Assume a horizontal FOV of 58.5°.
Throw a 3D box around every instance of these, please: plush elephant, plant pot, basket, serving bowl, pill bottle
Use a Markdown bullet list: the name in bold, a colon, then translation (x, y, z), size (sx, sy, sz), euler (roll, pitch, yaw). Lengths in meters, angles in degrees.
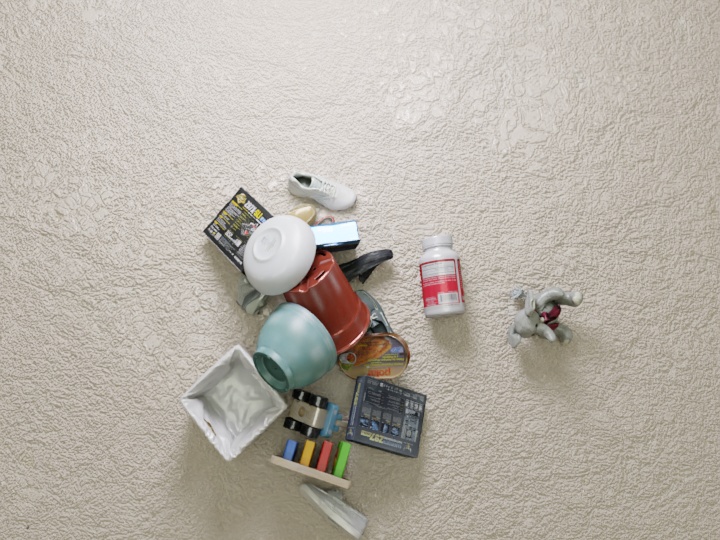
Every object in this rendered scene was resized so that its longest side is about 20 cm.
- **plush elephant**: translation (0.459, 0.126, 1.654), size (0.196, 0.168, 0.155), euler (24, 40, 16)
- **plant pot**: translation (-0.170, 0.198, 1.513), size (0.200, 0.201, 0.134), euler (44, 52, 5)
- **basket**: translation (-0.306, 0.326, 1.597), size (0.199, 0.161, 0.199), euler (-41, 85, -8)
- **serving bowl**: translation (-0.203, -0.048, 1.521), size (0.195, 0.066, 0.206), euler (-15, 58, 24)
- **plant pot**: translation (-0.097, 0.071, 1.583), size (0.197, 0.201, 0.198), euler (-29, 126, -6)
- **pill bottle**: translation (0.212, 0.017, 1.689), size (0.108, 0.112, 0.207), euler (-5, 82, -3)

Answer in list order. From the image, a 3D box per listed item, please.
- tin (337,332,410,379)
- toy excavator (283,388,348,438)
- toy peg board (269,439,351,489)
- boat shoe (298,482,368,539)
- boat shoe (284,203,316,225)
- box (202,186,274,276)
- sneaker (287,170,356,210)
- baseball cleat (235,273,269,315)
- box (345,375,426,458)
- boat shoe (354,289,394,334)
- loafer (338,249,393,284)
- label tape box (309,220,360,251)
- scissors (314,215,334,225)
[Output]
- **tin**: translation (0.034, 0.220, 1.650), size (0.194, 0.042, 0.116), euler (-5, 94, 22)
- **toy excavator**: translation (-0.068, 0.381, 1.638), size (0.191, 0.198, 0.103), euler (10, 79, 41)
- **toy peg board**: translation (-0.110, 0.451, 1.573), size (0.194, 0.201, 0.100), euler (18, 73, 1)
- **boat shoe**: translation (-0.065, 0.591, 1.620), size (0.198, 0.073, 0.069), euler (35, 60, 10)
- **boat shoe**: translation (-0.200, -0.113, 1.708), size (0.198, 0.076, 0.072), euler (-37, 85, -7)
- **box**: translation (-0.300, -0.101, 1.667), size (0.160, 0.049, 0.199), euler (-48, 57, -5)
- **sneaker**: translation (-0.104, -0.215, 1.726), size (0.194, 0.080, 0.073), euler (15, 79, -2)
- **baseball cleat**: translation (-0.254, 0.015, 1.689), size (0.105, 0.070, 0.202), euler (35, 82, 3)
- **box**: translation (0.067, 0.369, 1.614), size (0.196, 0.051, 0.162), euler (21, 69, -24)
- **boat shoe**: translation (0.041, 0.135, 1.689), size (0.072, 0.062, 0.203), euler (-30, 84, -7)
- **loafer**: translation (0.000, 0.000, 1.708), size (0.196, 0.068, 0.072), euler (-22, 91, 0)
- **label tape box**: translation (-0.076, -0.086, 1.635), size (0.138, 0.200, 0.068), euler (-8, 85, -5)
- **scissors**: translation (-0.141, -0.068, 1.737), size (0.198, 0.014, 0.074), euler (-37, 88, -6)
